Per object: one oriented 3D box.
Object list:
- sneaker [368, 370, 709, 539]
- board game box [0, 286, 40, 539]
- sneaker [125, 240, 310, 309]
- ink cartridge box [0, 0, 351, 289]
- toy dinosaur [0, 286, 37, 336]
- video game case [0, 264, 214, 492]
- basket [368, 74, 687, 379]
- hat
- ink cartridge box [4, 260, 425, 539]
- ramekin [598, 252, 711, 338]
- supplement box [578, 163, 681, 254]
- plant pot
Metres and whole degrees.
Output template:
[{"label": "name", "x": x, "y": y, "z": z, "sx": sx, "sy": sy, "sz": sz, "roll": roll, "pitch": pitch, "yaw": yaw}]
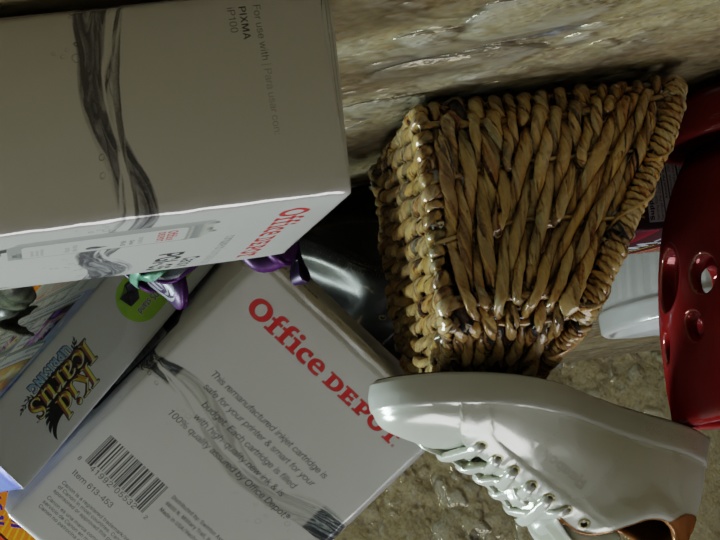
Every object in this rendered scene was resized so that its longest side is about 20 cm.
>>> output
[{"label": "sneaker", "x": 0.093, "y": 0.104, "z": 1.081, "sx": 0.199, "sy": 0.085, "sz": 0.073, "roll": 16, "pitch": 162, "yaw": -24}, {"label": "board game box", "x": -0.150, "y": 0.108, "z": 1.557, "sx": 0.199, "sy": 0.201, "sz": 0.200, "roll": -11, "pitch": 172, "yaw": 18}, {"label": "sneaker", "x": -0.116, "y": -0.023, "z": 0.974, "sx": 0.199, "sy": 0.088, "sz": 0.074, "roll": -7, "pitch": 173, "yaw": -19}, {"label": "ink cartridge box", "x": -0.115, "y": -0.044, "z": 0.816, "sx": 0.199, "sy": 0.083, "sz": 0.147, "roll": -7, "pitch": 173, "yaw": -13}, {"label": "toy dinosaur", "x": -0.182, "y": 0.001, "z": 1.116, "sx": 0.200, "sy": 0.048, "sz": 0.088, "roll": -41, "pitch": 172, "yaw": 11}, {"label": "video game case", "x": -0.175, "y": 0.049, "z": 1.217, "sx": 0.181, "sy": 0.045, "sz": 0.200, "roll": -50, "pitch": -167, "yaw": -22}, {"label": "basket", "x": 0.094, "y": -0.012, "z": 1.124, "sx": 0.148, "sy": 0.143, "sz": 0.200, "roll": -7, "pitch": 174, "yaw": -8}, {"label": "hat", "x": 0.000, "y": 0.000, "z": 1.280, "sx": 0.200, "sy": 0.201, "sz": 0.081, "roll": -9, "pitch": 135, "yaw": 1}, {"label": "ink cartridge box", "x": -0.076, "y": 0.097, "z": 1.187, "sx": 0.200, "sy": 0.145, "sz": 0.084, "roll": -45, "pitch": -165, "yaw": 8}, {"label": "ramekin", "x": 0.270, "y": -0.011, "z": 1.593, "sx": 0.201, "sy": 0.095, "sz": 0.202, "roll": -9, "pitch": 174, "yaw": -1}, {"label": "supplement box", "x": 0.203, "y": -0.048, "z": 1.333, "sx": 0.199, "sy": 0.061, "sz": 0.109, "roll": -5, "pitch": 173, "yaw": -26}, {"label": "plant pot", "x": 0.251, "y": -0.014, "z": 1.143, "sx": 0.199, "sy": 0.183, "sz": 0.200, "roll": -9, "pitch": 174, "yaw": -1}]
